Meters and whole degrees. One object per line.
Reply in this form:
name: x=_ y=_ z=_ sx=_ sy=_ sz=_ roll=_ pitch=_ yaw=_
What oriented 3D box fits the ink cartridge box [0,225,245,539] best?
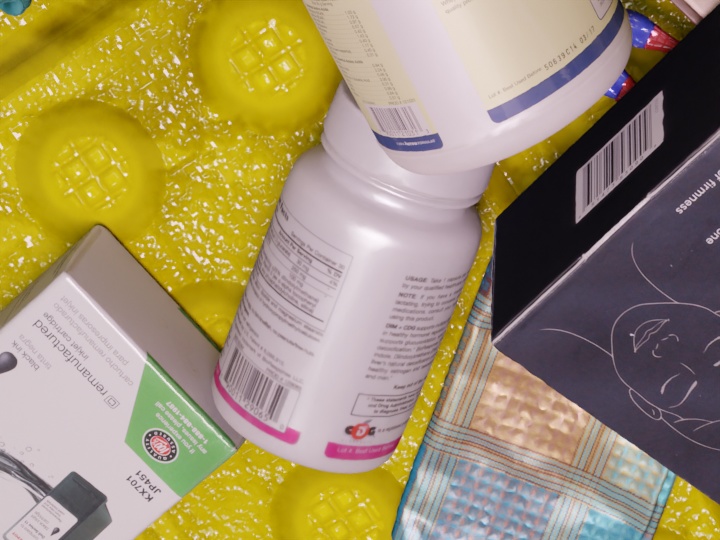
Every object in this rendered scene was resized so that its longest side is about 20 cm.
ink cartridge box: x=-0.179 y=0.097 z=1.708 sx=0.200 sy=0.083 sz=0.147 roll=-41 pitch=99 yaw=22

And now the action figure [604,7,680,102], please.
action figure: x=0.098 y=-0.141 z=1.587 sx=0.199 sy=0.052 sz=0.066 roll=29 pitch=108 yaw=2

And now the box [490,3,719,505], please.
box: x=0.204 y=-0.002 z=1.538 sx=0.196 sy=0.124 sz=0.200 roll=36 pitch=120 yaw=-19

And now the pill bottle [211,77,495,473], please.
pill bottle: x=0.000 y=0.000 z=1.623 sx=0.113 sy=0.113 sz=0.201 roll=22 pitch=113 yaw=1

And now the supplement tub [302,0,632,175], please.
supplement tub: x=0.036 y=-0.166 z=1.474 sx=0.144 sy=0.145 sz=0.201 roll=-21 pitch=113 yaw=17

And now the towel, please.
towel: x=0.111 y=0.100 z=1.692 sx=0.146 sy=0.022 sz=0.201 roll=20 pitch=113 yaw=2

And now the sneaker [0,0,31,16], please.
sneaker: x=-0.229 y=-0.156 z=1.562 sx=0.077 sy=0.200 sz=0.080 roll=34 pitch=117 yaw=25

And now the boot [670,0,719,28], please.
boot: x=0.246 y=-0.166 z=1.544 sx=0.200 sy=0.070 sz=0.146 roll=39 pitch=110 yaw=-11
